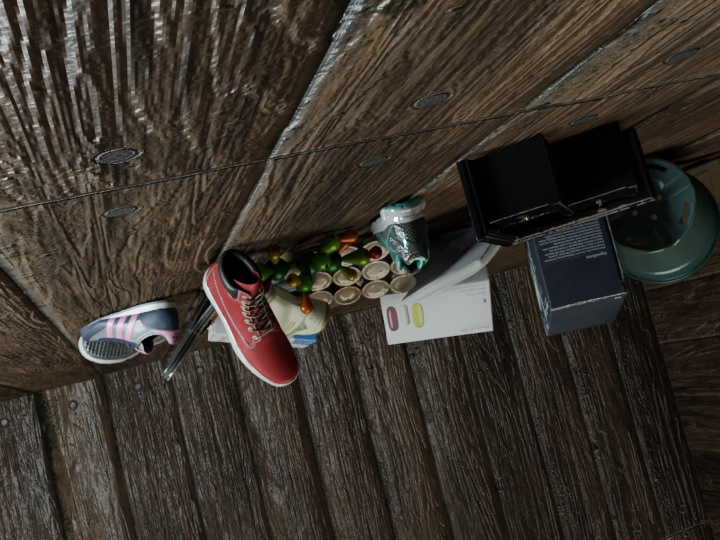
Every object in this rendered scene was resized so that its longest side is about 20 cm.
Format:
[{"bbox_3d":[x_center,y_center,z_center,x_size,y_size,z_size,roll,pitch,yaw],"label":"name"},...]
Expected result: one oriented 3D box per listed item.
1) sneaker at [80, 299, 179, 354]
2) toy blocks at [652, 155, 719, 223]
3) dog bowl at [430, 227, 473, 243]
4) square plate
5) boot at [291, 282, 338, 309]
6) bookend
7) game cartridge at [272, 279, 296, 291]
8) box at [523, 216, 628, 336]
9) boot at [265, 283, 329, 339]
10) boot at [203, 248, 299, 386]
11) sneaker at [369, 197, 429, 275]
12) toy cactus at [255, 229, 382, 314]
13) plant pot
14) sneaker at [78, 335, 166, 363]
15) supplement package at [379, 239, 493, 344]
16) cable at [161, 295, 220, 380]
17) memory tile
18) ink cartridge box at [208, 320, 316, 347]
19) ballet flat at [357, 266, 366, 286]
[{"bbox_3d":[-0.401,0.111,1.423,0.197,0.084,0.070,-17,174,23],"label":"sneaker"},{"bbox_3d":[0.590,-0.111,1.493,0.197,0.139,0.100,-21,-172,-7],"label":"toy blocks"},{"bbox_3d":[0.142,-0.034,1.633,0.197,0.050,0.111,-18,174,17],"label":"dog bowl"},{"bbox_3d":[0.181,-0.026,1.393,0.197,0.029,0.200,-32,-170,47],"label":"square plate"},{"bbox_3d":[-0.058,0.037,1.702,0.198,0.072,0.145,-11,171,-38],"label":"boot"},{"bbox_3d":[0.235,-0.103,0.958,0.197,0.094,0.198,-18,174,18],"label":"bookend"},{"bbox_3d":[-0.121,0.010,1.434,0.131,0.042,0.200,-13,175,13],"label":"game cartridge"},{"bbox_3d":[0.330,-0.021,1.293,0.122,0.200,0.200,-14,162,7],"label":"box"},{"bbox_3d":[-0.166,0.065,1.331,0.153,0.073,0.198,25,152,-38],"label":"boot"},{"bbox_3d":[-0.139,0.068,1.119,0.072,0.202,0.144,-35,-177,-24],"label":"boot"},{"bbox_3d":[0.059,-0.037,1.149,0.076,0.093,0.200,-14,175,-1],"label":"sneaker"},{"bbox_3d":[-0.079,-0.001,1.216,0.198,0.104,0.164,-22,-172,-29],"label":"toy cactus"},{"bbox_3d":[0.481,-0.090,1.345,0.197,0.204,0.195,-17,166,23],"label":"plant pot"},{"bbox_3d":[-0.457,0.138,1.562,0.079,0.080,0.198,-26,171,38],"label":"sneaker"},{"bbox_3d":[0.136,0.036,1.519,0.196,0.113,0.157,-9,-148,5],"label":"supplement package"},{"bbox_3d":[-0.270,0.103,1.408,0.050,0.202,0.097,35,139,-18],"label":"cable"},{"bbox_3d":[0.000,0.000,1.346,0.196,0.017,0.155,-11,141,-6],"label":"memory tile"},{"bbox_3d":[-0.191,0.098,1.589,0.196,0.086,0.145,5,169,-14],"label":"ink cartridge box"},{"bbox_3d":[-0.005,0.000,1.457,0.070,0.073,0.200,-14,168,-5],"label":"ballet flat"}]
